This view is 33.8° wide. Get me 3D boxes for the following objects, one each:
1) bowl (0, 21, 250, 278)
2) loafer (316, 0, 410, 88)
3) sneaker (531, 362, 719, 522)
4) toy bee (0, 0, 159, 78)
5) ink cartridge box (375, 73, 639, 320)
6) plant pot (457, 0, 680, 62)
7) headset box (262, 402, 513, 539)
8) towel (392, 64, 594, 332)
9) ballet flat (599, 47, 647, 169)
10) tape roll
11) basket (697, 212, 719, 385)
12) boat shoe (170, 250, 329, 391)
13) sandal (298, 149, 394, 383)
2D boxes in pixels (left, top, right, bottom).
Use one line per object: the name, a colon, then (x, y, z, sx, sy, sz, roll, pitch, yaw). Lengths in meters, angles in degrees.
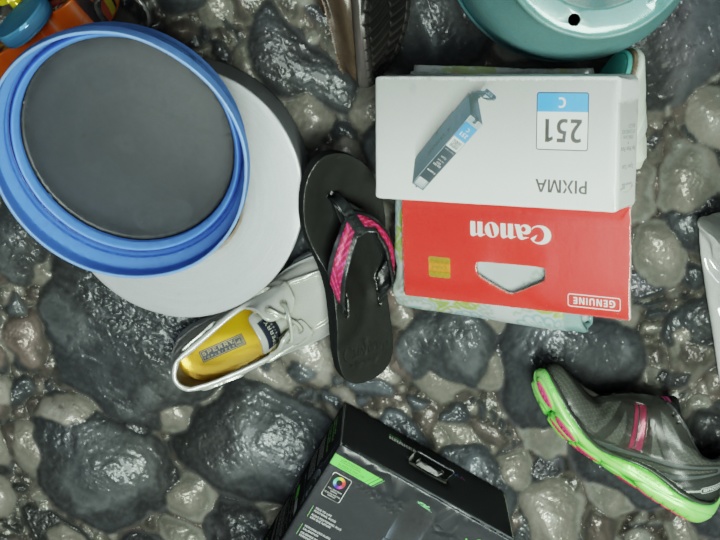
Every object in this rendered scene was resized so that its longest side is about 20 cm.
bowl: (-0.177, -0.089, 0.883, 0.197, 0.040, 0.203, 3, 122, 5)
loafer: (-0.012, -0.235, 0.898, 0.070, 0.073, 0.202, 17, 135, 29)
sneaker: (0.230, 0.133, 1.012, 0.199, 0.077, 0.084, 34, 87, -10)
toy bee: (-0.228, -0.192, 0.931, 0.196, 0.110, 0.132, -1, 138, 16)
ink cartridge box: (0.105, -0.056, 0.883, 0.197, 0.044, 0.180, 5, 102, 32)
plant pot: (0.157, -0.242, 0.842, 0.196, 0.188, 0.204, 1, 105, 2)
headset box: (0.016, 0.241, 1.032, 0.173, 0.093, 0.202, 30, 104, -7)
towel: (0.107, -0.060, 0.935, 0.169, 0.048, 0.204, 9, 105, 32)
ballet flat: (0.189, -0.081, 0.954, 0.069, 0.070, 0.202, 25, 112, -5)
tape roll: (-0.141, -0.068, 0.967, 0.196, 0.066, 0.204, 1, 107, 2)
basket: (0.355, 0.052, 0.944, 0.121, 0.136, 0.203, -13, 105, 4)
boat shoe: (-0.073, 0.044, 0.991, 0.198, 0.070, 0.072, -25, 104, 5)
sandal: (0.000, 0.000, 0.953, 0.074, 0.045, 0.203, -20, 113, -25)
